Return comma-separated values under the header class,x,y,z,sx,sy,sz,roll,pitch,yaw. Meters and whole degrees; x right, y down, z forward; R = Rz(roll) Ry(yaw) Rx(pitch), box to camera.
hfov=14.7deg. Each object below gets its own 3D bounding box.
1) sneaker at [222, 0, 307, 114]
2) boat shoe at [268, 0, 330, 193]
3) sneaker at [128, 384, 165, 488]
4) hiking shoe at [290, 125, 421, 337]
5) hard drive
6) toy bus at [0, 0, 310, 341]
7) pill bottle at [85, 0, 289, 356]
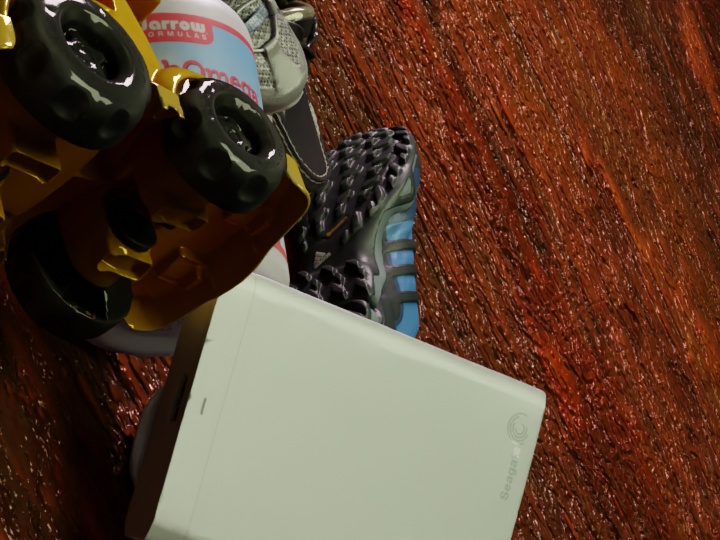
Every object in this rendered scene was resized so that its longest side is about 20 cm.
class,x,y,z,sx,sy,sz,roll,pitch,yaw
sneaker,-0.086,-0.165,1.511,0.200,0.082,0.075,53,54,-25
boat shoe,-0.057,-0.138,1.612,0.200,0.065,0.072,68,20,-5
sneaker,-0.063,0.144,1.335,0.114,0.073,0.201,37,28,-52
hiking shoe,0.000,0.000,1.646,0.200,0.074,0.087,-75,149,-43
hard drive,-0.008,0.090,1.315,0.200,0.026,0.132,23,77,-33
toy bus,-0.139,-0.087,1.221,0.200,0.136,0.192,24,37,-41
pill bottle,-0.100,-0.067,1.366,0.109,0.109,0.200,38,36,-56
